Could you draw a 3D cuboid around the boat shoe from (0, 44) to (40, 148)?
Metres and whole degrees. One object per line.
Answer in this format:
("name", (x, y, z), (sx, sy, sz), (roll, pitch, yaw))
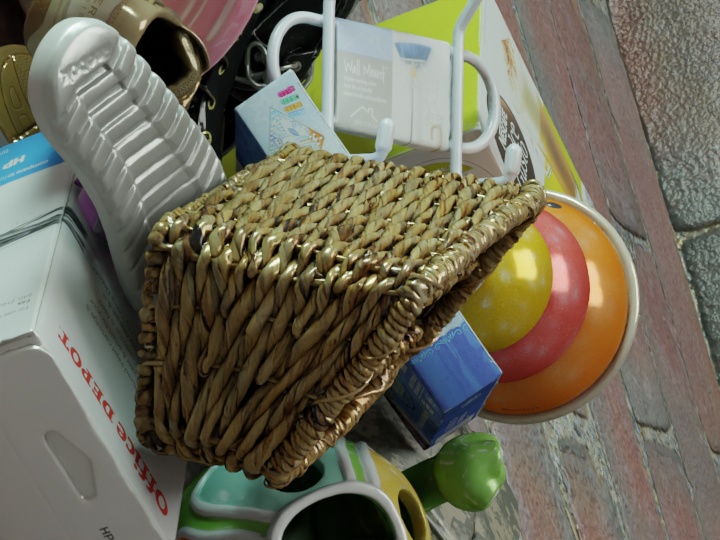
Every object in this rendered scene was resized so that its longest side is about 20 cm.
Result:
("boat shoe", (-0.148, -0.030, 1.628), (0.200, 0.069, 0.071), (52, 52, -8))

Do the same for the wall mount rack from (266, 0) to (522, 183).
("wall mount rack", (0.038, -0.140, 1.761), (0.199, 0.074, 0.175), (8, 81, -46))

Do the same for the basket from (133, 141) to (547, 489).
("basket", (-0.007, 0.032, 1.474), (0.200, 0.148, 0.144), (-37, 135, -66))

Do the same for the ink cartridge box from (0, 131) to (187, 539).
("ink cartridge box", (-0.148, 0.042, 1.491), (0.200, 0.085, 0.147), (-83, 150, -56))

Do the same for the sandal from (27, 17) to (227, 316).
("sandal", (-0.114, -0.050, 1.460), (0.083, 0.050, 0.203), (-52, 141, -28))

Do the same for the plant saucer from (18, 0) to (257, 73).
("plant saucer", (-0.131, -0.197, 1.662), (0.051, 0.200, 0.202), (6, 64, -48))

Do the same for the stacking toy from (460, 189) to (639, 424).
("stacking toy", (0.077, 0.006, 1.766), (0.200, 0.145, 0.147), (34, 40, -70))

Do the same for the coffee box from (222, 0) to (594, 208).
("coffee box", (0.029, -0.036, 1.991), (0.200, 0.199, 0.198), (-84, 151, -58))

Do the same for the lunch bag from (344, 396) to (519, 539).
("lunch bag", (0.006, 0.139, 1.820), (0.200, 0.139, 0.168), (-78, 144, -67))

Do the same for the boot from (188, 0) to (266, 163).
("boot", (-0.096, -0.117, 1.729), (0.073, 0.154, 0.204), (18, 35, -20))

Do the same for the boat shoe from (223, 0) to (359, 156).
("boat shoe", (-0.061, -0.128, 1.833), (0.073, 0.199, 0.068), (23, 47, -33))

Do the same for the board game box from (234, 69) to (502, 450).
("board game box", (0.000, 0.000, 1.680), (0.199, 0.043, 0.200), (56, -7, 7))

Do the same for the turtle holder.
("turtle holder", (-0.013, 0.156, 1.626), (0.132, 0.184, 0.142), (151, -59, -69))

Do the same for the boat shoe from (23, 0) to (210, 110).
("boat shoe", (-0.113, -0.101, 1.533), (0.072, 0.064, 0.200), (-64, 166, -3))
